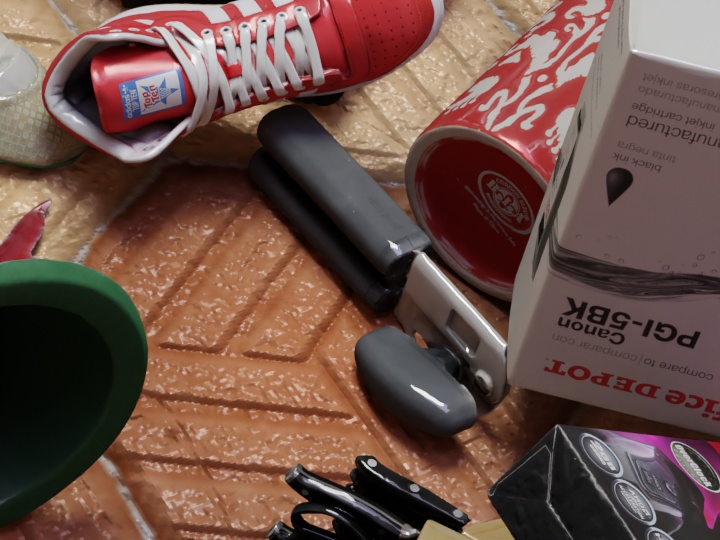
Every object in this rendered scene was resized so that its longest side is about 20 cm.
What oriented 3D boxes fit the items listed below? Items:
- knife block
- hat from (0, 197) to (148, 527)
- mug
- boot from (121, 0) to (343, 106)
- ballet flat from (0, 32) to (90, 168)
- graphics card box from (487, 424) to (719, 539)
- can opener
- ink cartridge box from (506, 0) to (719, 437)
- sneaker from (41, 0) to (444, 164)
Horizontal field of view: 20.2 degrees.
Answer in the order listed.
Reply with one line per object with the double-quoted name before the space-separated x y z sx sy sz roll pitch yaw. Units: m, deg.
"knife block" 0.034 0.170 0.863 0.175 0.064 0.200 -10 54 -23
"hat" -0.199 0.008 0.882 0.165 0.200 0.176 -28 57 -10
"mug" 0.141 -0.072 1.059 0.177 0.134 0.200 30 51 26
"boot" -0.055 -0.197 1.146 0.211 0.079 0.158 34 55 0
"ballet flat" -0.227 -0.114 1.037 0.200 0.062 0.067 23 47 4
"graphics card box" 0.153 0.133 0.874 0.200 0.051 0.126 11 40 -51
"can opener" 0.000 0.000 1.009 0.067 0.053 0.200 -25 59 -33
"ink cartridge box" 0.161 -0.025 0.908 0.147 0.200 0.083 14 40 -2
"sneaker" -0.063 -0.105 1.008 0.200 0.071 0.112 -9 16 21
